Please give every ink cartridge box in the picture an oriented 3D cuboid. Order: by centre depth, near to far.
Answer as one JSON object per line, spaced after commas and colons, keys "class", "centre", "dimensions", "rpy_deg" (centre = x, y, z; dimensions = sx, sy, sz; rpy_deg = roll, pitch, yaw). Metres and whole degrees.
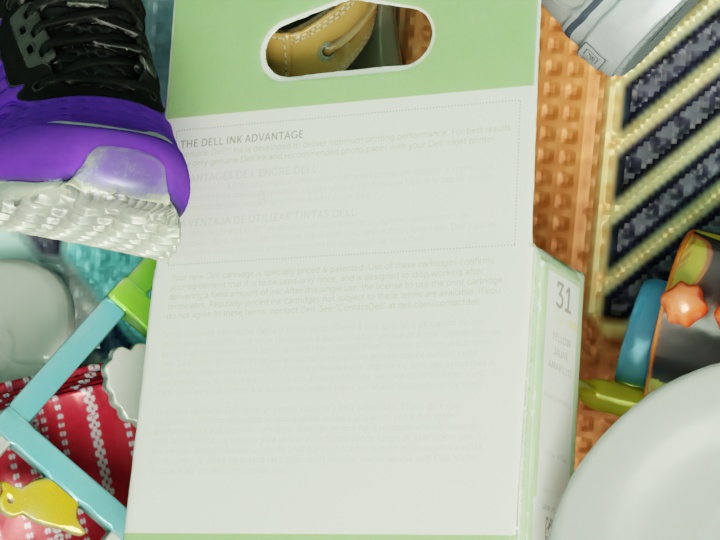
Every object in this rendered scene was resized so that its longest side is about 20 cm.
{"class": "ink cartridge box", "centre": [0.000, 0.000, 0.803], "dimensions": [0.145, 0.048, 0.200], "rpy_deg": [-3, 73, 28]}

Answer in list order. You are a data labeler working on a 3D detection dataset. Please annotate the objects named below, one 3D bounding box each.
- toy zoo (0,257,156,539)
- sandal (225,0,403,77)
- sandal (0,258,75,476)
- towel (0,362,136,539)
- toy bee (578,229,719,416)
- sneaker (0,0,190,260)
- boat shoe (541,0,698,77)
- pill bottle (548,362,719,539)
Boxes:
{"class": "toy zoo", "centre": [-0.075, 0.091, 0.850], "dimensions": [0.131, 0.020, 0.200], "rpy_deg": [41, 76, -4]}
{"class": "sandal", "centre": [-0.018, -0.100, 0.855], "dimensions": [0.080, 0.054, 0.200], "rpy_deg": [16, 100, 13]}
{"class": "sandal", "centre": [-0.164, 0.088, 0.921], "dimensions": [0.082, 0.050, 0.203], "rpy_deg": [28, 91, 26]}
{"class": "towel", "centre": [-0.137, 0.115, 0.867], "dimensions": [0.200, 0.022, 0.145], "rpy_deg": [-12, 98, -20]}
{"class": "toy bee", "centre": [0.107, 0.029, 0.807], "dimensions": [0.131, 0.109, 0.200], "rpy_deg": [-7, 95, 16]}
{"class": "sneaker", "centre": [-0.099, -0.061, 0.819], "dimensions": [0.070, 0.200, 0.100], "rpy_deg": [11, 91, -18]}
{"class": "boat shoe", "centre": [0.128, -0.152, 0.798], "dimensions": [0.067, 0.074, 0.200], "rpy_deg": [46, 106, 4]}
{"class": "pill bottle", "centre": [0.150, 0.128, 0.758], "dimensions": [0.114, 0.114, 0.200], "rpy_deg": [-26, 129, 17]}
